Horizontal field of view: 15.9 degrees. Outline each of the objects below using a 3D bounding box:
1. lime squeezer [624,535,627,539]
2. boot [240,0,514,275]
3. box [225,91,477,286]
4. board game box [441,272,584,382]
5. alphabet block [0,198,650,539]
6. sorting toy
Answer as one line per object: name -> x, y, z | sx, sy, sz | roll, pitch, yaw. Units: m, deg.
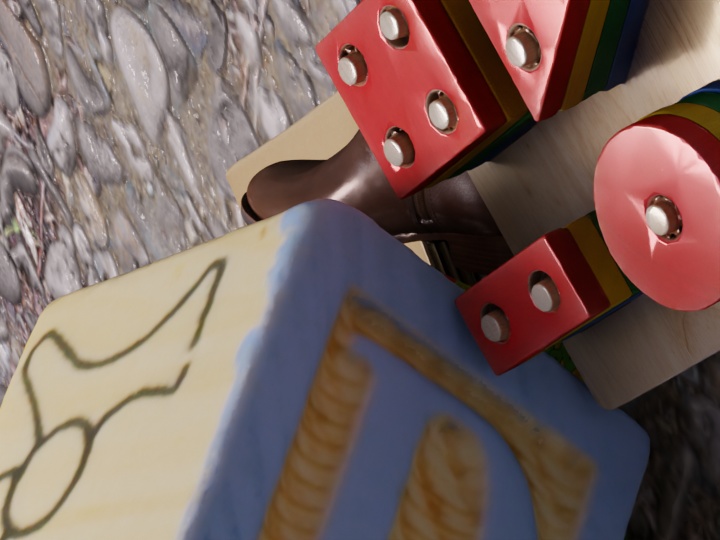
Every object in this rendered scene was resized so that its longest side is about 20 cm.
lime squeezer -> 0.081, 0.135, 1.150 | 0.200, 0.070, 0.038 | -37, 31, 49
boot -> 0.005, -0.104, 1.106 | 0.186, 0.064, 0.201 | 7, 121, 37
box -> 0.000, 0.000, 1.280 | 0.164, 0.021, 0.200 | 68, 157, 2
board game box -> 0.031, 0.077, 1.178 | 0.101, 0.048, 0.200 | 25, 149, -1
alphabet block -> -0.035, 0.115, 1.040 | 0.196, 0.196, 0.200 | 38, 147, -26
sorting toy -> 0.081, -0.058, 0.942 | 0.201, 0.069, 0.199 | 61, 146, 6
